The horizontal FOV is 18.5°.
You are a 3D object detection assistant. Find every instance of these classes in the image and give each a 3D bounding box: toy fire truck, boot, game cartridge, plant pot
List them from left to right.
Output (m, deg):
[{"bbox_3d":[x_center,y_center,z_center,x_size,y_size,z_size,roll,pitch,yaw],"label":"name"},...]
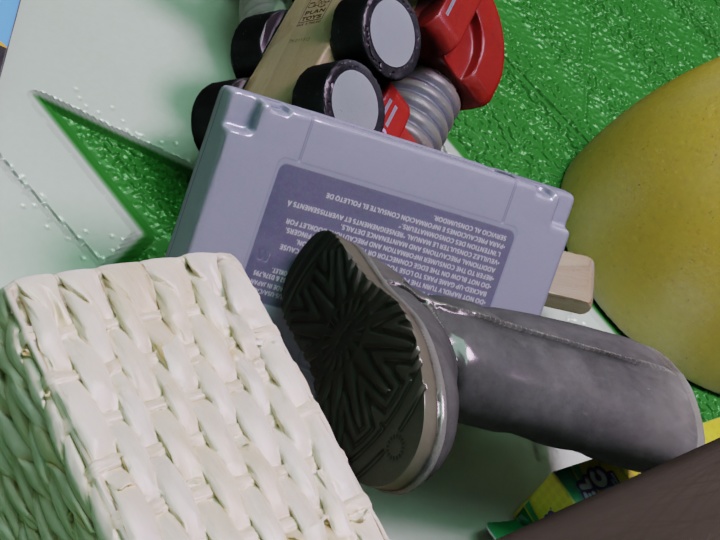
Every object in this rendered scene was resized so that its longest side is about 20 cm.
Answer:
[{"bbox_3d":[0.000,0.000,1.062,0.199,0.134,0.041,16,4,-30],"label":"game cartridge"},{"bbox_3d":[0.038,-0.071,1.162,0.200,0.128,0.177,51,51,-33],"label":"toy fire truck"},{"bbox_3d":[0.072,0.062,1.004,0.199,0.073,0.182,27,24,-28],"label":"boot"},{"bbox_3d":[0.231,-0.048,1.237,0.199,0.142,0.201,17,44,-17],"label":"plant pot"}]

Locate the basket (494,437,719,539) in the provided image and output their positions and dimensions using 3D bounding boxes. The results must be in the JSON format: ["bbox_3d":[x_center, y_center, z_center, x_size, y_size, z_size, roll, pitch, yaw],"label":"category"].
[{"bbox_3d":[0.133,0.162,0.955,0.199,0.136,0.181,-15,65,-10],"label":"basket"}]

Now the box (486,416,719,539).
[{"bbox_3d":[0.165,0.140,1.099,0.199,0.048,0.118,-15,61,-38],"label":"box"}]

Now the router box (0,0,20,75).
[{"bbox_3d":[-0.268,-0.151,1.089,0.199,0.051,0.150,20,46,-16],"label":"router box"}]

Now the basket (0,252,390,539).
[{"bbox_3d":[-0.086,0.102,0.920,0.135,0.124,0.201,-9,56,-37],"label":"basket"}]

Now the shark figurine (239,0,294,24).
[{"bbox_3d":[-0.031,-0.185,1.254,0.215,0.089,0.129,-49,118,-40],"label":"shark figurine"}]
